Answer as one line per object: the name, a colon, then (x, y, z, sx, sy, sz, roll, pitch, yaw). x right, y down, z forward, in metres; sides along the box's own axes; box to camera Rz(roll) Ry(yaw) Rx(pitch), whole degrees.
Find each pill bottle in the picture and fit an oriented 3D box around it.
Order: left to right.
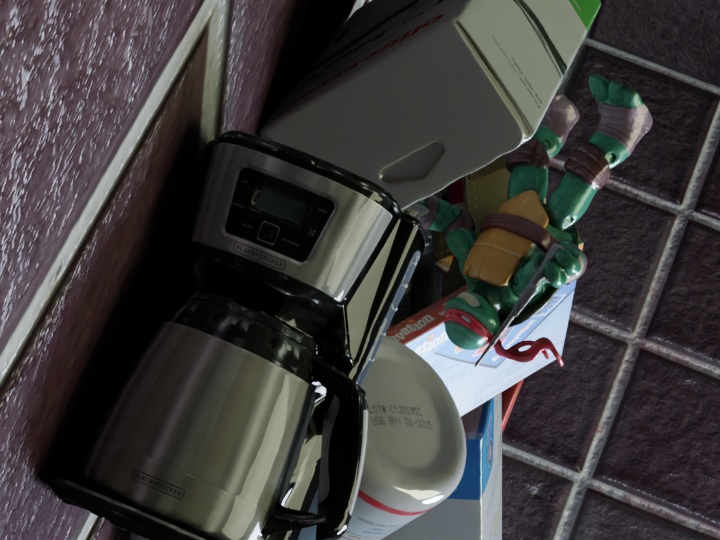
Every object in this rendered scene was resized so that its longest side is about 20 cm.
pill bottle: (-0.042, 0.124, 1.226, 0.200, 0.109, 0.109, -37, -165, 36)

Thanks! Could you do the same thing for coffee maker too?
coffee maker: (-0.062, 0.045, 1.073, 0.200, 0.135, 0.192, -66, -166, -10)

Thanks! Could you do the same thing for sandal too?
sandal: (0.082, -0.034, 1.405, 0.070, 0.078, 0.212, -122, -150, -56)

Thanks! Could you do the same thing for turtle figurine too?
turtle figurine: (0.087, -0.025, 1.262, 0.200, 0.150, 0.101, -58, 145, -20)

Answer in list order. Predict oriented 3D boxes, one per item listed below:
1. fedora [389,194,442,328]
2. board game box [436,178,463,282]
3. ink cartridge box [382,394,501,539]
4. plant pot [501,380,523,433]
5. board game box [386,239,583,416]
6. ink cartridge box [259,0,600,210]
fedora: (0.000, 0.000, 1.407, 0.201, 0.091, 0.201, -2, 90, -81)
board game box: (0.058, -0.052, 1.523, 0.158, 0.039, 0.200, -165, -113, -85)
ink cartridge box: (0.054, 0.170, 1.489, 0.145, 0.085, 0.200, -70, 159, -66)
plant pot: (0.030, 0.088, 1.656, 0.200, 0.182, 0.201, 21, 90, -83)
board game box: (0.058, 0.055, 1.340, 0.200, 0.019, 0.103, -28, 143, -32)
ink cartridge box: (0.044, -0.118, 1.246, 0.146, 0.083, 0.200, -28, -164, 28)
